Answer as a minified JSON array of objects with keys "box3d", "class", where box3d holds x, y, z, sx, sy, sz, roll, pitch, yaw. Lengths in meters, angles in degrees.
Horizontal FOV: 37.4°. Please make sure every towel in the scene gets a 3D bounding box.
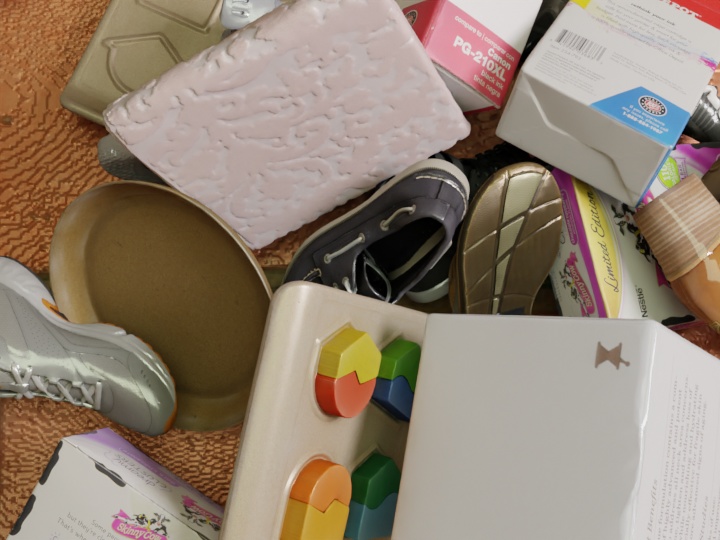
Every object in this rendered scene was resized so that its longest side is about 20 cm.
[{"box3d":[-0.041,-0.104,0.728,0.199,0.191,0.032,-27,58,13],"class":"towel"}]

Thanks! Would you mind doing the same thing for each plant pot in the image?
[{"box3d":[-0.140,0.025,0.775,0.200,0.200,0.027,38,37,5],"class":"plant pot"}]

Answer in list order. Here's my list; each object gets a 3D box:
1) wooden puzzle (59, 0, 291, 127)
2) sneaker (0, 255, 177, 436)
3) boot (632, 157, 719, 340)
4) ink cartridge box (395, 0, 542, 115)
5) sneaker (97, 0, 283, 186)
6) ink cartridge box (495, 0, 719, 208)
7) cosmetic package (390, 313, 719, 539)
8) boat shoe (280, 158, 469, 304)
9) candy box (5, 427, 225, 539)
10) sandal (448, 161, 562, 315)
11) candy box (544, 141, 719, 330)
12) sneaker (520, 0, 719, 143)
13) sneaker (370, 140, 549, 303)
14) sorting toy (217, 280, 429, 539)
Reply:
[{"box3d":[-0.119,-0.176,0.868,0.184,0.046,0.201,24,74,1],"class":"wooden puzzle"},{"box3d":[-0.229,0.073,0.774,0.199,0.076,0.092,29,37,12],"class":"sneaker"},{"box3d":[0.301,-0.017,0.759,0.199,0.074,0.155,-31,82,-21],"class":"boot"},{"box3d":[0.074,-0.223,0.825,0.084,0.144,0.201,28,77,-27],"class":"ink cartridge box"},{"box3d":[-0.107,-0.138,0.798,0.199,0.075,0.116,-16,75,-14],"class":"sneaker"},{"box3d":[0.196,-0.152,0.779,0.116,0.067,0.200,30,53,11],"class":"ink cartridge box"},{"box3d":[0.151,0.132,0.712,0.166,0.200,0.169,1,74,38],"class":"cosmetic package"},{"box3d":[0.000,0.000,0.774,0.073,0.200,0.063,37,34,-18],"class":"boat shoe"},{"box3d":[-0.171,0.238,0.729,0.167,0.072,0.201,31,95,13],"class":"candy box"},{"box3d":[0.099,0.010,0.799,0.080,0.054,0.201,-10,122,-19],"class":"sandal"},{"box3d":[0.237,-0.024,0.814,0.199,0.061,0.137,-8,79,-25],"class":"candy box"},{"box3d":[0.207,-0.152,0.869,0.200,0.066,0.091,41,83,11],"class":"sneaker"},{"box3d":[0.090,-0.074,0.823,0.200,0.071,0.099,-43,126,-8],"class":"sneaker"},{"box3d":[-0.004,0.112,0.723,0.036,0.200,0.187,10,86,35],"class":"sorting toy"}]
